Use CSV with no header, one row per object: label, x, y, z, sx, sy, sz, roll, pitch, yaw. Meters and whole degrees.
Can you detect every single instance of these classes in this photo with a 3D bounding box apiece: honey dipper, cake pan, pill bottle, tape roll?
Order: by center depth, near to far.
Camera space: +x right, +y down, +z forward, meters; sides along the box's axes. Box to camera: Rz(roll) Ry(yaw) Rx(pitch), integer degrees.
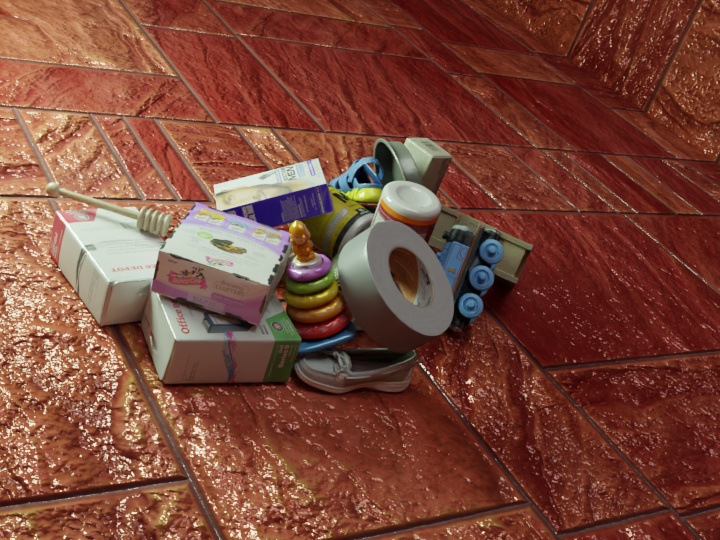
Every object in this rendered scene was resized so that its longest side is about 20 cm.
tape roll,0.058,0.024,1.554,0.200,0.066,0.201,31,43,-34
honey dipper,-0.396,-0.101,1.555,0.199,0.038,0.038,19,28,-2
pill bottle,0.063,-0.049,1.767,0.109,0.201,0.110,14,33,-9
pill bottle,-0.068,-0.101,1.866,0.199,0.115,0.114,35,31,24
cake pan,0.075,-0.155,1.879,0.036,0.201,0.201,-16,40,-13

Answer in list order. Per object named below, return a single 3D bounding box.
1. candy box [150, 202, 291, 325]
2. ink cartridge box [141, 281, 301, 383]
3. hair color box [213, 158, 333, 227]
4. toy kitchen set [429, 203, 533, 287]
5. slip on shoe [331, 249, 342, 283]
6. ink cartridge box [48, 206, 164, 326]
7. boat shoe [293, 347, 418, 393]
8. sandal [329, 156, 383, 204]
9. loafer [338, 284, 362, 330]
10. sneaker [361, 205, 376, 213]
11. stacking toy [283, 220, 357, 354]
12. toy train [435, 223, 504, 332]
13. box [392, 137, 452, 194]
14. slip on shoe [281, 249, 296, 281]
candy box,-0.203,-0.014,1.492,0.167,0.072,0.200,18,25,0
ink cartridge box,-0.208,0.091,1.471,0.199,0.088,0.146,1,34,-29
hair color box,-0.156,-0.129,1.768,0.198,0.065,0.110,-16,32,-3
toy kitchen set,0.208,-0.009,1.930,0.199,0.164,0.180,25,1,8
slip on shoe,0.000,0.000,1.722,0.061,0.074,0.199,41,-25,-26
ink cartridge box,-0.373,-0.010,1.538,0.145,0.085,0.200,-6,37,-41
boat shoe,-0.006,0.145,1.535,0.200,0.065,0.075,8,31,-24
sandal,-0.003,-0.174,1.931,0.079,0.088,0.200,3,3,-26
loafer,-0.020,0.059,1.670,0.076,0.069,0.199,38,32,28
sneaker,-0.004,-0.087,1.949,0.103,0.060,0.200,6,28,-26
stacking toy,-0.077,0.015,1.506,0.109,0.201,0.116,-17,26,-15
toy train,0.181,0.007,1.783,0.114,0.201,0.087,22,-13,2
box,0.102,-0.160,1.989,0.068,0.201,0.082,-8,41,-46
slip on shoe,-0.174,-0.034,1.744,0.199,0.061,0.076,20,44,38
